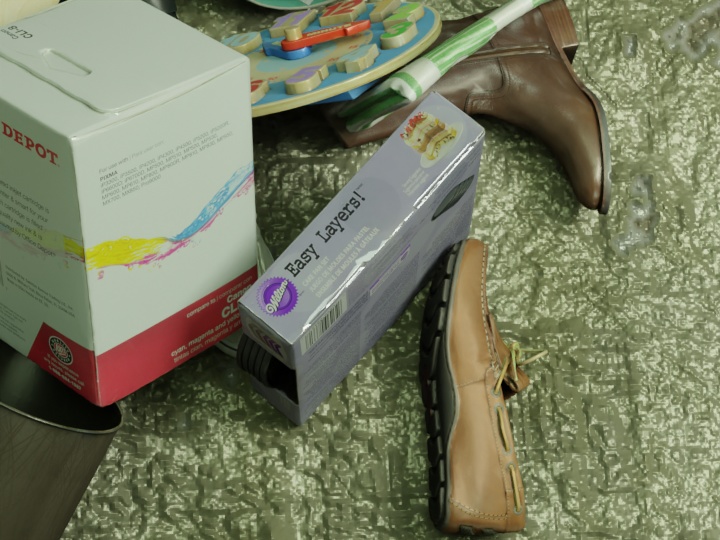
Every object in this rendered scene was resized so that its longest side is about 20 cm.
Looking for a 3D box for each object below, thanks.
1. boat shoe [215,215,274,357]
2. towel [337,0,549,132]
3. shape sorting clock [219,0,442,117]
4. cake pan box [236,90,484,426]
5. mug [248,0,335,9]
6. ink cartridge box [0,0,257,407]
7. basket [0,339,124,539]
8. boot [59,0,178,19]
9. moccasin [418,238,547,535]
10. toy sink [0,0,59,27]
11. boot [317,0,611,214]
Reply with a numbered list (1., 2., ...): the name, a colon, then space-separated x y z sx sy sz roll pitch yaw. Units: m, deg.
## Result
1. boat shoe: -0.104 -0.035 1.325 0.071 0.070 0.200 -18 73 -8
2. towel: 0.086 -0.159 1.279 0.200 0.153 0.023 -33 94 -15
3. shape sorting clock: -0.043 -0.145 1.294 0.200 0.200 0.039 -18 108 -7
4. cake pan box: 0.000 0.000 1.258 0.052 0.184 0.200 38 75 15
5. mug: -0.033 -0.257 1.354 0.184 0.152 0.115 -7 71 10
6. ink cartridge box: -0.163 -0.051 1.209 0.144 0.200 0.145 -30 46 -35
7. basket: -0.251 0.153 1.201 0.136 0.180 0.200 23 97 -19
8. boot: -0.157 -0.244 1.321 0.073 0.198 0.163 -18 101 -44
9. moccasin: 0.083 0.077 1.293 0.077 0.074 0.202 1 68 -11
10. toy sink: -0.297 -0.155 1.326 0.112 0.200 0.131 29 69 -23
11. boot: 0.066 -0.105 1.356 0.199 0.064 0.187 -10 59 -8
